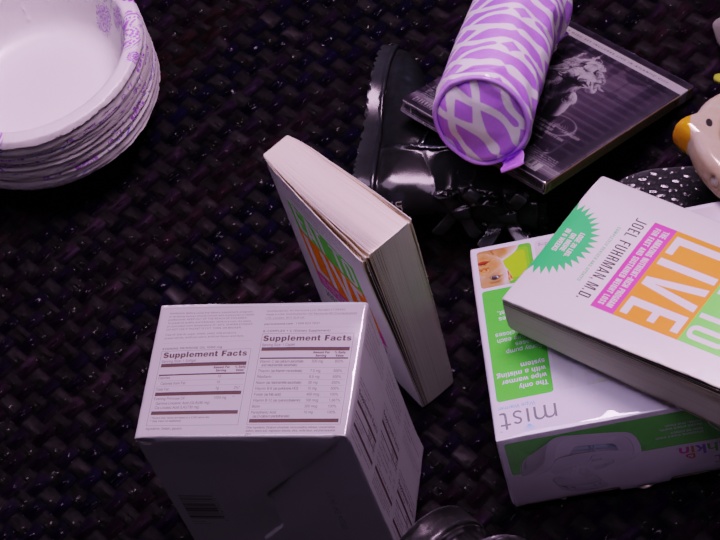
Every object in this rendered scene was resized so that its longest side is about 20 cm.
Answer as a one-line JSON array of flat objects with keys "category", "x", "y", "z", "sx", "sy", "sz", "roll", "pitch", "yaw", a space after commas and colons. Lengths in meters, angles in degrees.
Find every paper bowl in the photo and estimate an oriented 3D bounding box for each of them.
[{"category": "paper bowl", "x": -0.268, "y": -0.155, "z": 1.937, "sx": 0.199, "sy": 0.105, "sz": 0.202, "roll": -8, "pitch": 53, "yaw": 11}]

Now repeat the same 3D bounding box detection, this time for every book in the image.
[{"category": "book", "x": 0.000, "y": 0.000, "z": 1.690, "sx": 0.048, "sy": 0.201, "sz": 0.133, "roll": -39, "pitch": 54, "yaw": -13}, {"category": "book", "x": 0.219, "y": 0.020, "z": 1.589, "sx": 0.199, "sy": 0.048, "sz": 0.134, "roll": 23, "pitch": 60, "yaw": 32}]

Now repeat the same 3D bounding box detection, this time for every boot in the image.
[{"category": "boot", "x": 0.082, "y": -0.103, "z": 1.822, "sx": 0.161, "sy": 0.074, "sz": 0.199, "roll": 2, "pitch": 46, "yaw": 8}]

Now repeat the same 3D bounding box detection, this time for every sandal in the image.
[{"category": "sandal", "x": 0.275, "y": -0.047, "z": 1.750, "sx": 0.199, "sy": 0.048, "sz": 0.076, "roll": -13, "pitch": 51, "yaw": -10}]

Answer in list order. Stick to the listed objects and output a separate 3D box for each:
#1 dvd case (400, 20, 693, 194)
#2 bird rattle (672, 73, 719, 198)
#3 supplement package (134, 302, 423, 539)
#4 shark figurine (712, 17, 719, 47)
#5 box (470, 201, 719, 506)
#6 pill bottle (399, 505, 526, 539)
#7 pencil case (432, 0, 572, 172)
[{"category": "dvd case", "x": 0.151, "y": -0.137, "z": 1.811, "sx": 0.148, "sy": 0.016, "sz": 0.199, "roll": 32, "pitch": 45, "yaw": 29}, {"category": "bird rattle", "x": 0.325, "y": -0.087, "z": 1.694, "sx": 0.162, "sy": 0.113, "sz": 0.201, "roll": -26, "pitch": 66, "yaw": -26}, {"category": "supplement package", "x": -0.053, "y": 0.123, "z": 1.617, "sx": 0.154, "sy": 0.201, "sz": 0.112, "roll": -1, "pitch": 55, "yaw": 15}, {"category": "shark figurine", "x": 0.370, "y": -0.209, "z": 1.769, "sx": 0.214, "sy": 0.089, "sz": 0.129, "roll": -34, "pitch": 56, "yaw": 27}, {"category": "box", "x": 0.191, "y": 0.063, "z": 1.659, "sx": 0.198, "sy": 0.097, "sz": 0.178, "roll": -10, "pitch": 51, "yaw": 7}, {"category": "pill bottle", "x": 0.108, "y": 0.252, "z": 1.536, "sx": 0.112, "sy": 0.112, "sz": 0.200, "roll": -41, "pitch": 55, "yaw": -15}, {"category": "pencil case", "x": 0.113, "y": -0.164, "z": 1.767, "sx": 0.083, "sy": 0.086, "sz": 0.201, "roll": -19, "pitch": 27, "yaw": 31}]
